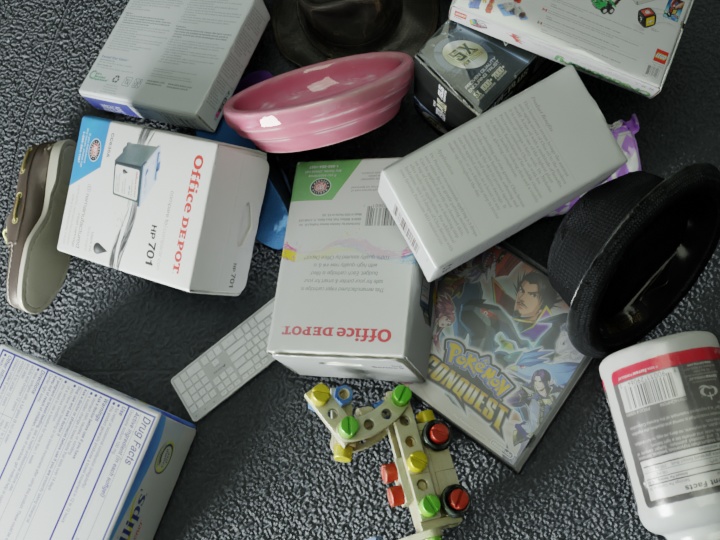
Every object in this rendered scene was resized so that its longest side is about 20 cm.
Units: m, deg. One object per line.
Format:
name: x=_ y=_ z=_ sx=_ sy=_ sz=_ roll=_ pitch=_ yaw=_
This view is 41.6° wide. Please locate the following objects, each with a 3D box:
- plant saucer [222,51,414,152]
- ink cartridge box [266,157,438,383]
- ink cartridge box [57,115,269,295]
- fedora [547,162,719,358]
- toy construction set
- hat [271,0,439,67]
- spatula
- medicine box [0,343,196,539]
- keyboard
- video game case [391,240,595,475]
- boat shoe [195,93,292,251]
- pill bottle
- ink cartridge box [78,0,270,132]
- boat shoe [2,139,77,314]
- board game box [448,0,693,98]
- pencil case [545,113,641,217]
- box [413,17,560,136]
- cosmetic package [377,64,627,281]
plant saucer: x=-0.038 y=-0.167 z=0.951 sx=0.196 sy=0.201 sz=0.052 roll=-11 pitch=112 yaw=9
ink cartridge box: x=0.000 y=0.000 z=0.930 sx=0.142 sy=0.088 sz=0.204 roll=0 pitch=68 yaw=21
ink cartridge box: x=-0.204 y=-0.068 z=0.971 sx=0.197 sy=0.085 sz=0.150 roll=14 pitch=94 yaw=34
fedora: x=0.238 y=-0.023 z=0.863 sx=0.201 sy=0.201 sz=0.091 roll=-47 pitch=51 yaw=-4
toy construction set: x=0.026 y=0.196 z=0.887 sx=0.129 sy=0.092 sz=0.204 roll=-8 pitch=79 yaw=-16
hat: x=-0.012 y=-0.302 z=1.041 sx=0.196 sy=0.081 sz=0.205 roll=-3 pitch=73 yaw=10
spatula: x=-0.069 y=-0.152 z=1.041 sx=0.056 sy=0.021 sz=0.200 roll=-41 pitch=74 yaw=-13
medicine box: x=-0.296 y=0.200 z=0.947 sx=0.197 sy=0.103 sz=0.185 roll=19 pitch=79 yaw=16
keyboard: x=-0.108 y=0.075 z=0.992 sx=0.199 sy=0.011 sz=0.057 roll=-38 pitch=71 yaw=-1
video game case: x=0.124 y=0.066 z=0.938 sx=0.199 sy=0.026 sz=0.182 roll=34 pitch=83 yaw=18
boat shoe: x=-0.121 y=-0.099 z=1.015 sx=0.083 sy=0.069 sz=0.203 roll=-27 pitch=67 yaw=14
pill bottle: x=0.287 y=0.165 z=0.831 sx=0.109 sy=0.111 sz=0.204 roll=-14 pitch=72 yaw=7
ink cartridge box: x=-0.198 y=-0.261 z=1.059 sx=0.194 sy=0.043 sz=0.203 roll=16 pitch=73 yaw=34
boat shoe: x=-0.358 y=-0.050 z=1.050 sx=0.058 sy=0.072 sz=0.204 roll=0 pitch=71 yaw=18
board game box: x=0.191 y=-0.249 z=0.838 sx=0.197 sy=0.035 sz=0.128 roll=22 pitch=86 yaw=3
pencil case: x=0.179 y=-0.096 z=0.929 sx=0.196 sy=0.086 sz=0.085 roll=-11 pitch=44 yaw=0
box: x=0.148 y=-0.225 z=0.936 sx=0.086 sy=0.164 sz=0.200 roll=44 pitch=87 yaw=7
cosmetic package: x=0.124 y=-0.085 z=0.850 sx=0.198 sy=0.071 sz=0.103 roll=-29 pitch=82 yaw=-6
